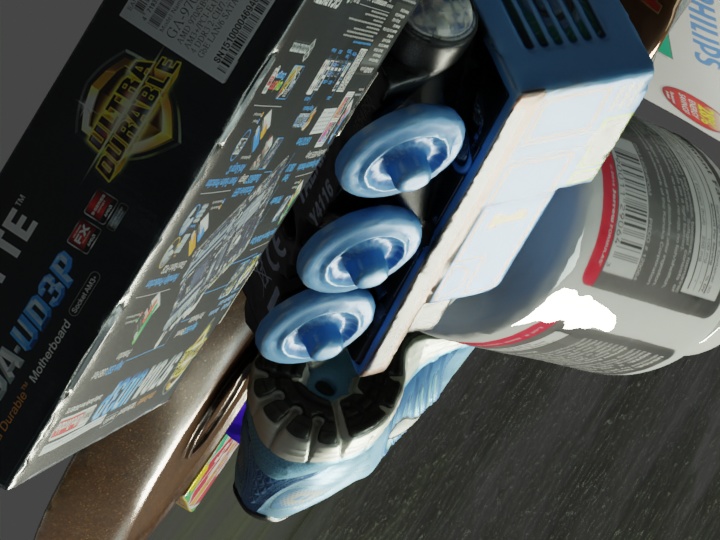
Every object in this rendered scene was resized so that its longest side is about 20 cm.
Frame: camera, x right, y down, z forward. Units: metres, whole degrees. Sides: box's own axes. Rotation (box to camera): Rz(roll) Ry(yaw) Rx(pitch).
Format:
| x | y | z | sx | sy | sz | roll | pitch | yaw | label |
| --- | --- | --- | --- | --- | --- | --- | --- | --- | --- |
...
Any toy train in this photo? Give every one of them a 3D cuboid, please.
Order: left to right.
| x | y | z | sx | sy | sz | roll | pitch | yaw | label |
| --- | --- | --- | --- | --- | --- | --- | --- | --- | --- |
| 0.020 | -0.037 | 0.895 | 0.114 | 0.087 | 0.200 | -10 | 150 | -25 | toy train |

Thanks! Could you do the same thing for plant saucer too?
| x | y | z | sx | sy | sz | roll | pitch | yaw | label |
| --- | --- | --- | --- | --- | --- | --- | --- | --- | --- |
| -0.072 | 0.050 | 1.088 | 0.201 | 0.034 | 0.200 | -57 | 175 | -8 | plant saucer |

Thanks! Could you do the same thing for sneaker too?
| x | y | z | sx | sy | sz | roll | pitch | yaw | label |
| --- | --- | --- | --- | --- | --- | --- | --- | --- | --- |
| -0.002 | 0.045 | 1.139 | 0.200 | 0.078 | 0.090 | -38 | 161 | -50 | sneaker |

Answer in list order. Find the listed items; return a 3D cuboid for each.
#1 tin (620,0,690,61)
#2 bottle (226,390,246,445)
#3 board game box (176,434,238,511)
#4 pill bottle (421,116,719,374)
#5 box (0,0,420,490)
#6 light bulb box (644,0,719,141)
| x | y | z | sx | sy | sz | roll | pitch | yaw | label |
| --- | --- | --- | --- | --- | --- | --- | --- | --- | --- |
| 0.125 | -0.120 | 1.070 | 0.112 | 0.042 | 0.200 | -53 | 177 | 3 | tin |
| 0.000 | 0.000 | 1.238 | 0.083 | 0.065 | 0.200 | -24 | -148 | 57 | bottle |
| -0.044 | 0.034 | 1.327 | 0.200 | 0.030 | 0.096 | -59 | 176 | -9 | board game box |
| 0.093 | -0.014 | 1.065 | 0.200 | 0.111 | 0.111 | 14 | 111 | -56 | pill bottle |
| -0.050 | -0.029 | 0.704 | 0.159 | 0.046 | 0.200 | -58 | 175 | 8 | box |
| 0.189 | -0.202 | 1.285 | 0.200 | 0.125 | 0.198 | -56 | 160 | -11 | light bulb box |
